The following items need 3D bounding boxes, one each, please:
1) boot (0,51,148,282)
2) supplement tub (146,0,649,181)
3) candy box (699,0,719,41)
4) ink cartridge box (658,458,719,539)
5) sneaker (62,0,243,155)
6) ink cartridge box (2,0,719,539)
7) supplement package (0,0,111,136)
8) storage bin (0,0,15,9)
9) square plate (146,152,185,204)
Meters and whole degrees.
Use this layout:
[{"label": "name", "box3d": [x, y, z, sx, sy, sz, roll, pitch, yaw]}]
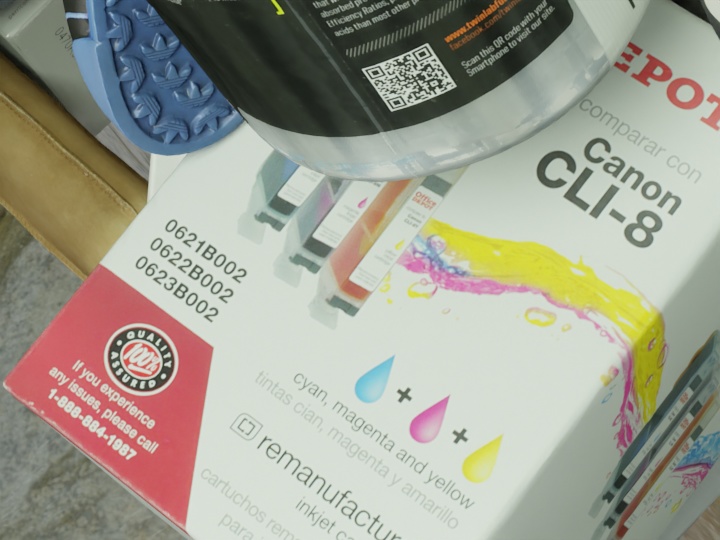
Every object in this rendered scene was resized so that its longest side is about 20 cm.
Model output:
[{"label": "boot", "box3d": [-0.159, -0.049, 1.181, 0.200, 0.066, 0.175, 41, 173, 13]}, {"label": "supplement tub", "box3d": [-0.018, -0.119, 0.562, 0.122, 0.123, 0.200, 39, 173, 41]}, {"label": "candy box", "box3d": [0.166, 0.012, 0.461, 0.168, 0.072, 0.200, 40, 173, 38]}, {"label": "ink cartridge box", "box3d": [0.041, 0.059, 1.024, 0.200, 0.200, 0.041, 43, 174, 3]}, {"label": "sneaker", "box3d": [-0.059, -0.135, 0.675, 0.078, 0.070, 0.201, 35, 130, 53]}, {"label": "ink cartridge box", "box3d": [0.029, 0.014, 0.739, 0.145, 0.200, 0.145, 35, 171, 24]}, {"label": "supplement package", "box3d": [-0.171, -0.182, 1.209, 0.200, 0.117, 0.117, 42, 174, 25]}, {"label": "storage bin", "box3d": [-0.179, -0.173, 0.995, 0.135, 0.200, 0.146, 54, 160, 0]}, {"label": "square plate", "box3d": [0.000, 0.000, 0.916, 0.198, 0.201, 0.028, 16, -162, 36]}]
